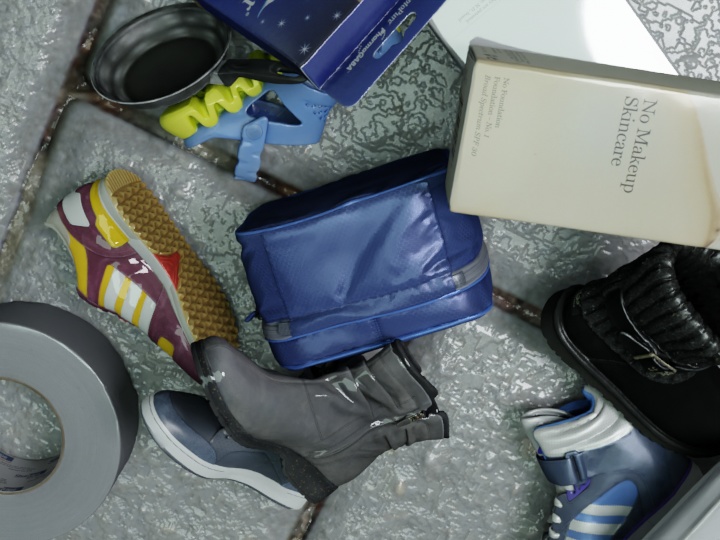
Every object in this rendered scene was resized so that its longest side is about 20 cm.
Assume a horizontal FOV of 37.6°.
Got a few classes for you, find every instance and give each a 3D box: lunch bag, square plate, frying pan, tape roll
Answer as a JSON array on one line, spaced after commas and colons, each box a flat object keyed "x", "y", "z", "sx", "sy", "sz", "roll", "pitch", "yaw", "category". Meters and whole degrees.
[{"x": 0.000, "y": 0.000, "z": 0.825, "sx": 0.199, "sy": 0.136, "sz": 0.133, "roll": -17, "pitch": 103, "yaw": 9, "category": "lunch bag"}, {"x": 0.270, "y": 0.211, "z": 0.859, "sx": 0.200, "sy": 0.198, "sz": 0.028, "roll": -51, "pitch": 62, "yaw": 13, "category": "square plate"}, {"x": -0.115, "y": -0.165, "z": 0.802, "sx": 0.189, "sy": 0.115, "sz": 0.031, "roll": -2, "pitch": 141, "yaw": 16, "category": "frying pan"}, {"x": -0.296, "y": 0.130, "z": 0.911, "sx": 0.199, "sy": 0.066, "sz": 0.201, "roll": 1, "pitch": 104, "yaw": 2, "category": "tape roll"}]

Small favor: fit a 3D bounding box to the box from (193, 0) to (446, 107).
[{"x": -0.032, "y": -0.204, "z": 0.746, "sx": 0.121, "sy": 0.200, "sz": 0.032, "roll": -49, "pitch": 142, "yaw": -2, "category": "box"}]

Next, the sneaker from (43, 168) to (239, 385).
[{"x": -0.179, "y": 0.018, "z": 0.879, "sx": 0.090, "sy": 0.075, "sz": 0.201, "roll": -24, "pitch": 101, "yaw": 24, "category": "sneaker"}]

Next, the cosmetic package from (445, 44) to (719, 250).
[{"x": 0.162, "y": -0.082, "z": 0.702, "sx": 0.199, "sy": 0.073, "sz": 0.104, "roll": 7, "pitch": 110, "yaw": 0, "category": "cosmetic package"}]

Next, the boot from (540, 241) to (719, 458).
[{"x": 0.253, "y": 0.065, "z": 0.796, "sx": 0.211, "sy": 0.158, "sz": 0.080, "roll": 33, "pitch": 61, "yaw": -16, "category": "boot"}]

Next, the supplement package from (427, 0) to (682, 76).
[{"x": 0.139, "y": -0.163, "z": 0.782, "sx": 0.120, "sy": 0.121, "sz": 0.200, "roll": -38, "pitch": 99, "yaw": 11, "category": "supplement package"}]

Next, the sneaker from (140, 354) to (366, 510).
[{"x": -0.067, "y": 0.108, "z": 0.855, "sx": 0.146, "sy": 0.077, "sz": 0.202, "roll": -43, "pitch": 137, "yaw": 14, "category": "sneaker"}]

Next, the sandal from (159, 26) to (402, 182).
[{"x": -0.053, "y": -0.136, "z": 0.829, "sx": 0.199, "sy": 0.080, "sz": 0.087, "roll": -26, "pitch": 113, "yaw": 14, "category": "sandal"}]

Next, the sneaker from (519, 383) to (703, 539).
[{"x": 0.174, "y": 0.188, "z": 0.901, "sx": 0.146, "sy": 0.081, "sz": 0.200, "roll": 43, "pitch": 106, "yaw": 0, "category": "sneaker"}]

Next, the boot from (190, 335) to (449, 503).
[{"x": -0.023, "y": 0.083, "z": 0.762, "sx": 0.131, "sy": 0.070, "sz": 0.200, "roll": -30, "pitch": 138, "yaw": 10, "category": "boot"}]
